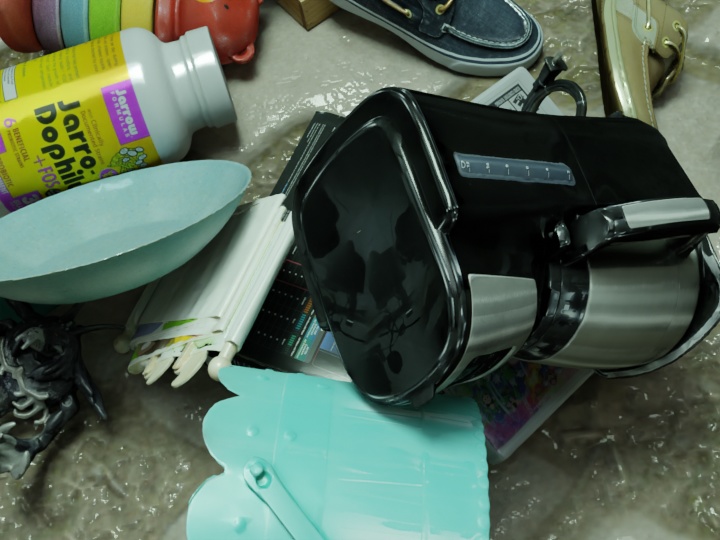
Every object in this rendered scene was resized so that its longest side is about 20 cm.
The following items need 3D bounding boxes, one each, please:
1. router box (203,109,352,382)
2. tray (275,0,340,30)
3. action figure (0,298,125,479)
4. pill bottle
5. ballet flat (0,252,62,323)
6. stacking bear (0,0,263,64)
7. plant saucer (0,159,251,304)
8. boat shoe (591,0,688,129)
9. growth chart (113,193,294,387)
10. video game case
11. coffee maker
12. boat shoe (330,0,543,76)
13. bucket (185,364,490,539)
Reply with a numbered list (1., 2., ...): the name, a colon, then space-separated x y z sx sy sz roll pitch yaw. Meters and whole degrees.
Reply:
1. router box: 0.000 0.000 0.654 0.147 0.062 0.202 18 64 17
2. tray: 0.000 -0.302 0.847 0.199 0.037 0.099 -37 62 -14
3. action figure: -0.241 0.085 0.607 0.200 0.102 0.119 -43 84 -10
4. pill bottle: -0.197 -0.117 0.726 0.196 0.105 0.106 -19 59 -3
5. ballet flat: -0.297 0.027 0.679 0.198 0.073 0.074 -31 60 -8
6. stacking bear: -0.178 -0.217 0.781 0.196 0.114 0.124 9 63 0
7. plant saucer: -0.161 -0.020 0.622 0.197 0.039 0.202 -13 21 5
8. boat shoe: 0.211 -0.173 0.720 0.065 0.074 0.203 -4 59 12
9. growth chart: -0.103 0.010 0.621 0.199 0.018 0.146 -2 55 58
10. video game case: 0.094 -0.012 0.613 0.199 0.024 0.183 -37 85 -27
11. coffee maker: 0.067 -0.028 0.512 0.197 0.136 0.193 1 39 -37
12. boat shoe: 0.053 -0.221 0.744 0.197 0.091 0.072 24 71 6
13. bucket: -0.011 0.151 0.491 0.132 0.208 0.211 4 60 1
